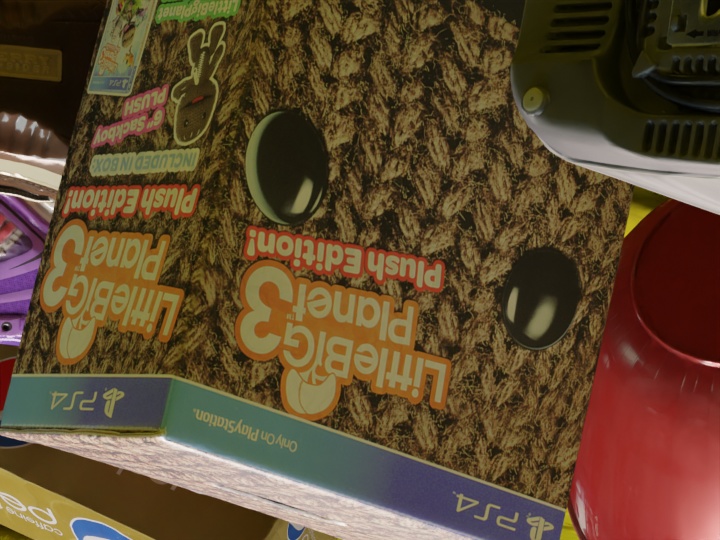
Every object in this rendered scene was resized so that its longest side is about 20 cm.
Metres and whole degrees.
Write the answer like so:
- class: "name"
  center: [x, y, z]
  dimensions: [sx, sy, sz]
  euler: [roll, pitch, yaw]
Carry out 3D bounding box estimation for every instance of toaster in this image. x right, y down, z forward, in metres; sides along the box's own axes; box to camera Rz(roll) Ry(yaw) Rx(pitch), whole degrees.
- class: "toaster"
  center: [0.148, -0.067, 0.714]
  dimensions: [0.200, 0.114, 0.129]
  euler: [-1, 166, 42]

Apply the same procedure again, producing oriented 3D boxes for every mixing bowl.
- class: "mixing bowl"
  center: [0.163, 0.032, 1.043]
  dimensions: [0.200, 0.200, 0.109]
  euler: [7, 143, 26]

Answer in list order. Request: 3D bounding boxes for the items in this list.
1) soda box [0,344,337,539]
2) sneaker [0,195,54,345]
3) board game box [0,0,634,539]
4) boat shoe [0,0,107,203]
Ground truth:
- class: "soda box"
  center: [-0.112, 0.082, 1.129]
  dimensions: [0.200, 0.064, 0.068]
  euler: [23, 153, 23]
- class: "sneaker"
  center: [-0.158, -0.010, 1.062]
  dimensions: [0.200, 0.084, 0.081]
  euler: [33, 165, -18]
- class: "board game box"
  center: [-0.004, -0.021, 0.868]
  dimensions: [0.159, 0.201, 0.097]
  euler: [20, 166, -34]
- class: "boat shoe"
  center: [-0.108, -0.058, 0.915]
  dimensions: [0.202, 0.075, 0.075]
  euler: [14, 167, -25]
